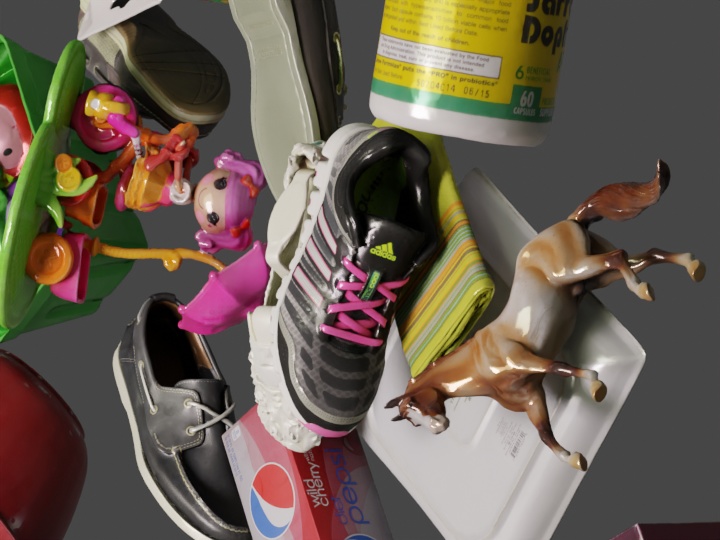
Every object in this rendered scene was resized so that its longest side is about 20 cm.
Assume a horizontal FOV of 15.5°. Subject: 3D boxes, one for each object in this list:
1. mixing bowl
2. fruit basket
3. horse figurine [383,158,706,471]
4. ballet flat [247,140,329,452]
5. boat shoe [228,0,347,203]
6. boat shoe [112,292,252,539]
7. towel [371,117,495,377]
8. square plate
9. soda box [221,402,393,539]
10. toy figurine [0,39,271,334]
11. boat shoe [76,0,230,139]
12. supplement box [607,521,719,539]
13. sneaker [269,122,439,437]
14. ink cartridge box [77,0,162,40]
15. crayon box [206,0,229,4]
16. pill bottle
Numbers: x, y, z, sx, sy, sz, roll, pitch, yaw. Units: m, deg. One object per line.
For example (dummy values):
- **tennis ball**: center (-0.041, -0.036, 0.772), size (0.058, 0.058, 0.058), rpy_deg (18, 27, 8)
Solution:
- **mixing bowl**: center (-0.275, 0.129, 1.956), size (0.108, 0.201, 0.200), rpy_deg (-46, 34, -21)
- **fruit basket**: center (-0.283, -0.055, 1.942), size (0.156, 0.214, 0.217), rpy_deg (-46, 54, 39)
- **horse figurine**: center (0.115, 0.025, 1.522), size (0.132, 0.050, 0.201), rpy_deg (23, 80, 48)
- **ballet flat**: center (-0.042, 0.011, 1.674), size (0.072, 0.071, 0.202), rpy_deg (3, 81, 51)
- **boat shoe**: center (-0.037, -0.130, 1.742), size (0.071, 0.060, 0.203), rpy_deg (5, 109, 52)
- **boat shoe**: center (-0.116, 0.106, 1.822), size (0.068, 0.071, 0.201), rpy_deg (-56, 46, 38)
- **towel**: center (0.039, -0.031, 1.645), size (0.086, 0.018, 0.201), rpy_deg (-53, 36, 34)
- **square plate**: center (0.073, 0.072, 1.623), size (0.198, 0.028, 0.201), rpy_deg (50, 125, 41)
- **soda box**: center (-0.023, 0.179, 1.708), size (0.070, 0.063, 0.201), rpy_deg (-43, 55, 41)
- **toy figurine**: center (-0.131, -0.038, 1.784), size (0.150, 0.183, 0.202), rpy_deg (48, -124, -86)
- **boat shoe**: center (-0.152, -0.139, 1.891), size (0.201, 0.071, 0.066), rpy_deg (50, 130, 47)
- **supplement box**: center (0.138, 0.214, 1.465), size (0.200, 0.110, 0.086), rpy_deg (-37, 60, 43)
- **sneaker**: center (0.000, 0.000, 1.603), size (0.087, 0.073, 0.201), rpy_deg (-20, 55, 64)
- **ink cartridge box**: center (-0.172, -0.275, 1.873), size (0.116, 0.067, 0.201), rpy_deg (-19, 53, 48)
- **crayon box**: center (-0.103, -0.285, 1.795), size (0.058, 0.118, 0.202), rpy_deg (-4, 84, 51)
- **pill bottle**: center (0.074, -0.182, 1.572), size (0.112, 0.112, 0.202), rpy_deg (18, 101, 50)
